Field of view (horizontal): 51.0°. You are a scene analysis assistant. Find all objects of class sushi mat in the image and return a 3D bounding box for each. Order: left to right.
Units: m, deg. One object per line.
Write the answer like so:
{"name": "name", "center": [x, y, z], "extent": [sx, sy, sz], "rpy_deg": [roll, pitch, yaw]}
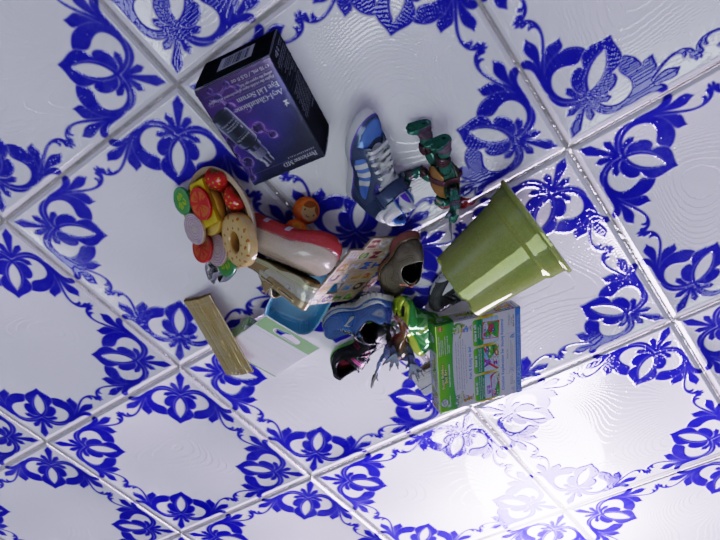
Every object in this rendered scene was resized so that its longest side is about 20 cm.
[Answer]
{"name": "sushi mat", "center": [-0.303, 0.141, 1.615], "extent": [0.095, 0.012, 0.202], "rpy_deg": [-9, 115, 38]}

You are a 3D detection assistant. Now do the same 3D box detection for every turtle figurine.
{"name": "turtle figurine", "center": [0.133, -0.162, 1.343], "extent": [0.149, 0.101, 0.202], "rpy_deg": [27, 145, 36]}

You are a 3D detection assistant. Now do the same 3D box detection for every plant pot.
{"name": "plant pot", "center": [0.244, -0.025, 1.352], "extent": [0.183, 0.201, 0.200], "rpy_deg": [-38, 120, 12]}

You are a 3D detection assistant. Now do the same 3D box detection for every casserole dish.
{"name": "casserole dish", "center": [-0.124, 0.053, 1.568], "extent": [0.119, 0.039, 0.201], "rpy_deg": [21, 127, -14]}

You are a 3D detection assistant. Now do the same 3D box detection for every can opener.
{"name": "can opener", "center": [-0.265, -0.055, 1.490], "extent": [0.066, 0.054, 0.202], "rpy_deg": [-6, 138, -36]}

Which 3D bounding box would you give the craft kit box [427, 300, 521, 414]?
{"name": "craft kit box", "center": [0.240, 0.180, 1.567], "extent": [0.194, 0.048, 0.204], "rpy_deg": [-12, 111, -18]}

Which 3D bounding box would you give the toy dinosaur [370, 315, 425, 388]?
{"name": "toy dinosaur", "center": [0.089, 0.163, 1.554], "extent": [0.103, 0.182, 0.203], "rpy_deg": [10, 107, -5]}

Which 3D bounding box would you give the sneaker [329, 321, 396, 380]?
{"name": "sneaker", "center": [0.009, 0.174, 1.630], "extent": [0.076, 0.084, 0.200], "rpy_deg": [31, 125, -22]}

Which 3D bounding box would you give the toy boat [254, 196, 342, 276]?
{"name": "toy boat", "center": [-0.118, -0.077, 1.413], "extent": [0.198, 0.132, 0.130], "rpy_deg": [22, 170, 28]}

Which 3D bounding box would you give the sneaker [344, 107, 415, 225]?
{"name": "sneaker", "center": [0.047, -0.168, 1.307], "extent": [0.146, 0.080, 0.202], "rpy_deg": [36, 144, 24]}

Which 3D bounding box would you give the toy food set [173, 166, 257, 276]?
{"name": "toy food set", "center": [-0.264, -0.089, 1.388], "extent": [0.196, 0.048, 0.203], "rpy_deg": [-19, 95, 46]}

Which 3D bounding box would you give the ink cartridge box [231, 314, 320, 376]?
{"name": "ink cartridge box", "center": [-0.188, 0.150, 1.616], "extent": [0.144, 0.048, 0.199], "rpy_deg": [32, 138, -21]}

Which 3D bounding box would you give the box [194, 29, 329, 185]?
{"name": "box", "center": [-0.159, -0.269, 1.262], "extent": [0.146, 0.105, 0.201], "rpy_deg": [-20, 125, 18]}

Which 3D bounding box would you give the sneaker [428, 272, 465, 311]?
{"name": "sneaker", "center": [0.204, 0.030, 1.496], "extent": [0.066, 0.091, 0.200], "rpy_deg": [31, 124, -22]}

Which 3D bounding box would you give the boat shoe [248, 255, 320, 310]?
{"name": "boat shoe", "center": [-0.161, 0.021, 1.456], "extent": [0.073, 0.199, 0.067], "rpy_deg": [16, 95, -44]}

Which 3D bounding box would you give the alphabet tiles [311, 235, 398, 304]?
{"name": "alphabet tiles", "center": [0.000, 0.000, 1.471], "extent": [0.166, 0.008, 0.200], "rpy_deg": [-5, 145, -48]}

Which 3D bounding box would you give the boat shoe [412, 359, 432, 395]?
{"name": "boat shoe", "center": [0.192, 0.189, 1.645], "extent": [0.199, 0.071, 0.070], "rpy_deg": [-40, 93, 22]}

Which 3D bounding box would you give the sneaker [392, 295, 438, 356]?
{"name": "sneaker", "center": [0.120, 0.103, 1.572], "extent": [0.083, 0.075, 0.201], "rpy_deg": [-29, 144, 0]}

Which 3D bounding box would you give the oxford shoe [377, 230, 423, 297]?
{"name": "oxford shoe", "center": [0.079, 0.008, 1.473], "extent": [0.069, 0.076, 0.201], "rpy_deg": [-11, 150, -14]}

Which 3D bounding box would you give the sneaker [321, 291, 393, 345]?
{"name": "sneaker", "center": [-0.010, 0.113, 1.552], "extent": [0.078, 0.091, 0.199], "rpy_deg": [15, 151, -37]}
